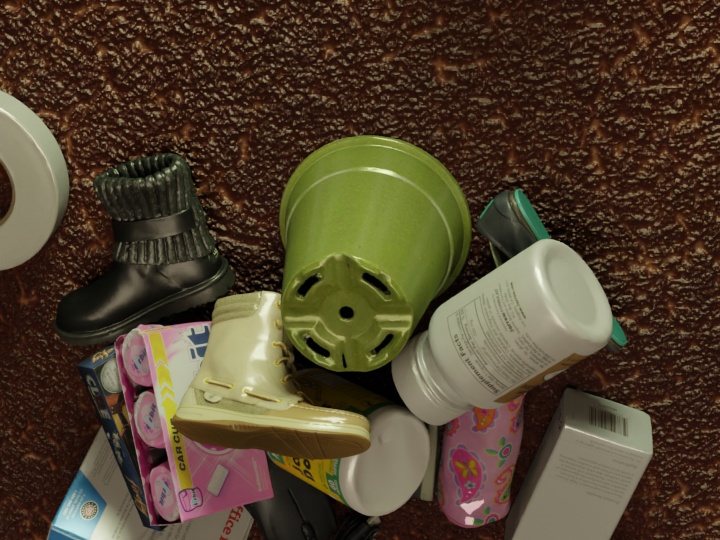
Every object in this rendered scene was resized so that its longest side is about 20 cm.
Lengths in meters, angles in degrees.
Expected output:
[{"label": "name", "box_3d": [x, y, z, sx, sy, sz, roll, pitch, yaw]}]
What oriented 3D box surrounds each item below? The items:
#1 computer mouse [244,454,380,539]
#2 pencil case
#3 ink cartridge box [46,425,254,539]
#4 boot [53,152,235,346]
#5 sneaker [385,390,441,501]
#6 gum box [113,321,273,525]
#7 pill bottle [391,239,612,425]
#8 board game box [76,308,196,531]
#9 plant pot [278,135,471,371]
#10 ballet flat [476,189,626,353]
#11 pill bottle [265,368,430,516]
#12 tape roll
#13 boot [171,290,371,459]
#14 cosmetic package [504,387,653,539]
[{"label": "computer mouse", "box_3d": [-0.069, 0.259, 1.476, 0.138, 0.053, 0.200, -39, 104, -20]}, {"label": "pencil case", "box_3d": [0.131, 0.175, 1.416, 0.087, 0.088, 0.201, 8, 119, 6]}, {"label": "ink cartridge box", "box_3d": [-0.230, 0.282, 1.488, 0.199, 0.147, 0.086, 25, 138, -4]}, {"label": "boot", "box_3d": [-0.247, -0.024, 1.374, 0.210, 0.080, 0.158, -21, 119, 8]}, {"label": "sneaker", "box_3d": [0.033, 0.159, 1.426, 0.106, 0.075, 0.201, 6, 119, 7]}, {"label": "gum box", "box_3d": [-0.170, 0.147, 1.362, 0.066, 0.113, 0.201, -18, 82, 50]}, {"label": "pill bottle", "box_3d": [0.129, 0.066, 1.270, 0.200, 0.115, 0.114, -35, 107, 33]}, {"label": "board game box", "box_3d": [-0.207, 0.156, 1.429, 0.035, 0.135, 0.201, 5, 121, 46]}, {"label": "plant pot", "box_3d": [0.000, 0.000, 1.283, 0.199, 0.190, 0.201, 4, 119, 8]}, {"label": "ballet flat", "box_3d": [0.183, 0.011, 1.327, 0.073, 0.073, 0.200, -33, 101, 23]}, {"label": "pill bottle", "box_3d": [-0.032, 0.166, 1.375, 0.200, 0.113, 0.113, 21, 130, 47]}, {"label": "tape roll", "box_3d": [-0.403, -0.094, 1.392, 0.202, 0.037, 0.204, 4, 117, 7]}, {"label": "boot", "box_3d": [-0.071, 0.099, 1.299, 0.199, 0.156, 0.073, 3, 148, 22]}, {"label": "cosmetic package", "box_3d": [0.230, 0.235, 1.434, 0.101, 0.074, 0.201, 19, 121, -1]}]
